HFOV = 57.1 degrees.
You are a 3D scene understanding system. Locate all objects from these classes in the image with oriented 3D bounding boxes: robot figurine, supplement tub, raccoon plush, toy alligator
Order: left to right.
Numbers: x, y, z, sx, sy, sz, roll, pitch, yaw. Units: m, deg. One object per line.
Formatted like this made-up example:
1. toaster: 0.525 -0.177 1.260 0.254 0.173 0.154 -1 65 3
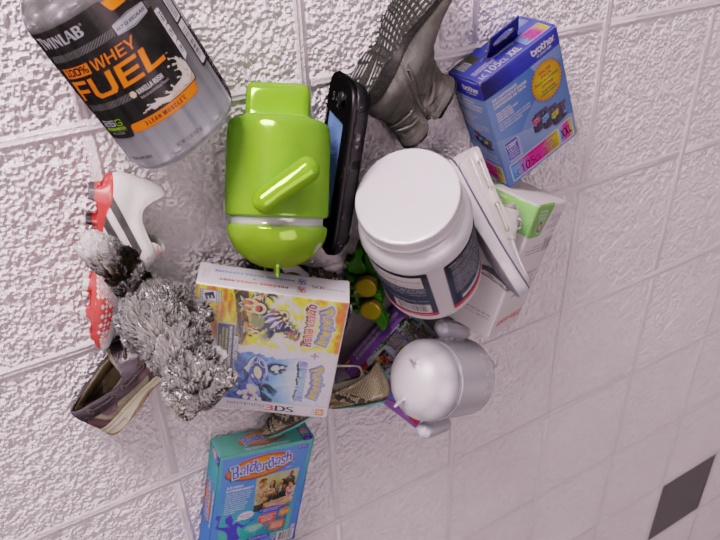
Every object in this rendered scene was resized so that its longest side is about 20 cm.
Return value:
1. supplement tub: -0.214 -0.205 0.597 0.122 0.122 0.201 -39 130 -7
2. raccoon plush: -0.209 0.066 0.660 0.097 0.134 0.199 -47 130 2
3. robot figurine: -0.090 -0.096 0.723 0.112 0.175 0.206 1 94 -7
4. toy alligator: 0.000 0.000 0.903 0.053 0.060 0.204 -1 126 15
5. supplement tub: 0.075 -0.039 0.816 0.140 0.141 0.201 -40 150 -7
6. robot figurine: 0.119 0.156 0.962 0.197 0.111 0.175 4 93 -49

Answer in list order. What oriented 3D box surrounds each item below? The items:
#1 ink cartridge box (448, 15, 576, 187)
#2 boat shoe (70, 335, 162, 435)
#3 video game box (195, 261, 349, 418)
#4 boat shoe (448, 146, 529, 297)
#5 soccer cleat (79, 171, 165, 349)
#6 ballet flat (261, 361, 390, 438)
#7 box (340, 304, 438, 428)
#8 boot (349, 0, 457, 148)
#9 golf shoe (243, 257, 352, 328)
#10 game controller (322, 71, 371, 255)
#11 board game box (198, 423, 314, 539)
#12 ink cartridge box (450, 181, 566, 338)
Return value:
1. ink cartridge box: 0.203 -0.238 0.885 0.135 0.076 0.202 -38 129 -9
2. boat shoe: -0.267 0.105 0.774 0.064 0.072 0.201 26 106 -45
3. video game box: -0.114 0.093 0.817 0.177 0.047 0.204 5 126 -9
4. boat shoe: 0.178 -0.065 0.865 0.065 0.072 0.203 -30 89 3
5. soccer cleat: -0.257 -0.006 0.719 0.083 0.069 0.205 3 110 -22
6. ballet flat: -0.056 0.174 0.947 0.195 0.068 0.077 -18 95 3
7. box: 0.074 0.150 1.044 0.137 0.039 0.200 -47 131 -2
8. boot: 0.077 -0.258 0.805 0.129 0.068 0.202 22 110 -44
9. golf shoe: -0.076 0.017 0.860 0.095 0.077 0.202 -53 133 -26
10. game controller: -0.029 -0.124 0.776 0.041 0.104 0.205 -3 118 -26
11. board game box: -0.158 0.330 0.991 0.149 0.045 0.204 -3 118 -32
12. ink cartridge box: 0.212 -0.020 0.975 0.144 0.083 0.204 -15 127 -57
